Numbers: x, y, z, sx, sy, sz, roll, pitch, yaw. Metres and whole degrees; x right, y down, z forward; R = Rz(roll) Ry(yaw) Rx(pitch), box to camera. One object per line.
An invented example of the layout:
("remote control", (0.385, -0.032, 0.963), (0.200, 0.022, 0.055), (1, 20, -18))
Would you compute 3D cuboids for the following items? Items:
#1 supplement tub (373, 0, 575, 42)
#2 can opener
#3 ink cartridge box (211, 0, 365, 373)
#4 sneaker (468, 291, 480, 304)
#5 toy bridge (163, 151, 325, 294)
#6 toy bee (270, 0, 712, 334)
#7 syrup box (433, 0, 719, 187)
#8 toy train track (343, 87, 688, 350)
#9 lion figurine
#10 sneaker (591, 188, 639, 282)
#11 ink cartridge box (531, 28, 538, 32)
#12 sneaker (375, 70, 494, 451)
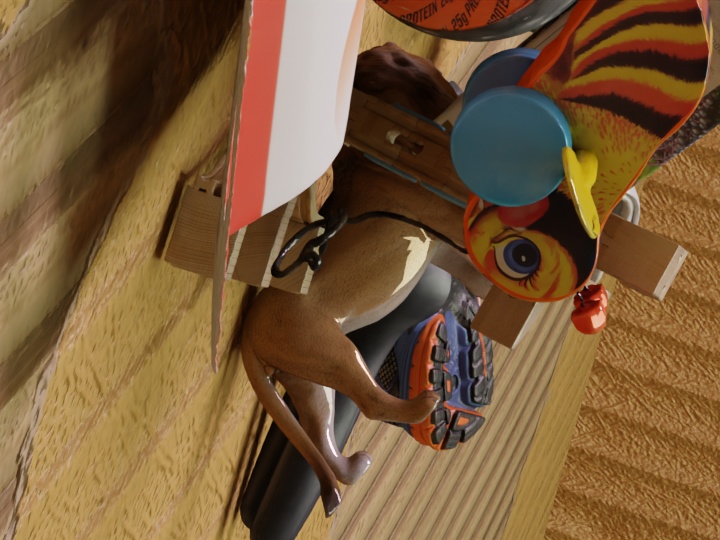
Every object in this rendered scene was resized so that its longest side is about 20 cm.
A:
("supplement tub", (0.057, -0.165, 1.205), (0.200, 0.122, 0.123), (-46, 153, -69))
("can opener", (-0.012, 0.045, 1.408), (0.063, 0.078, 0.201), (-94, -155, -69))
("ink cartridge box", (-0.018, -0.088, 0.986), (0.201, 0.050, 0.163), (-89, -174, -46))
("sneaker", (0.031, -0.004, 1.603), (0.200, 0.073, 0.087), (95, 3, -73))
("toy bridge", (-0.040, -0.027, 1.185), (0.200, 0.027, 0.068), (11, 96, -81))
("toy bee", (0.078, -0.036, 1.143), (0.200, 0.109, 0.131), (-36, -165, 41))
("syrup box", (0.127, -0.094, 1.246), (0.200, 0.082, 0.079), (-39, -179, 43))
("toy train track", (0.057, -0.034, 1.228), (0.115, 0.199, 0.033), (-60, 146, -2))
("lion figurine", (0.000, 0.000, 1.307), (0.200, 0.122, 0.072), (-54, -172, -20))
("sneaker", (0.093, -0.029, 1.632), (0.200, 0.073, 0.116), (123, -44, -57))
("ink cartridge box", (0.098, -0.207, 1.503), (0.200, 0.084, 0.147), (12, 96, -82))
("sneaker", (0.018, -0.008, 1.469), (0.075, 0.078, 0.201), (-17, 111, -53))
